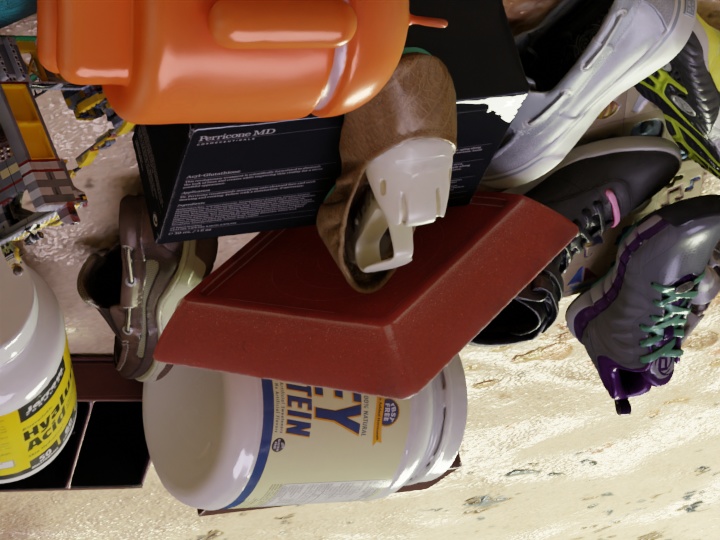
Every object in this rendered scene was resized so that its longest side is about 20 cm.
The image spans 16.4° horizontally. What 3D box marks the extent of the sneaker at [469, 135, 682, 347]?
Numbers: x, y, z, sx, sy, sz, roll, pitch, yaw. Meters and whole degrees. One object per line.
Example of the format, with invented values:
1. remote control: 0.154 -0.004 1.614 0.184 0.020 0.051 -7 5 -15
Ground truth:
1. sneaker: 0.127 -0.013 1.603 0.200 0.099 0.071 -23 140 -3

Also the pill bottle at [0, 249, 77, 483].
1. pill bottle: -0.242 0.055 1.603 0.111 0.111 0.200 -12 158 -7

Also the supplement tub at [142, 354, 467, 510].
1. supplement tub: -0.039 0.094 1.783 0.200 0.145 0.145 0 153 -33

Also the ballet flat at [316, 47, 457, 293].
1. ballet flat: 0.017 -0.045 1.388 0.068 0.072 0.200 -7 155 -18

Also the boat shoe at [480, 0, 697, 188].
1. boat shoe: 0.112 -0.121 1.493 0.071 0.070 0.201 16 141 -33

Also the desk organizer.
1. desk organizer: -0.231 0.110 1.784 0.200 0.077 0.072 2 152 -36

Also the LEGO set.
1. LEGO set: -0.203 -0.043 1.353 0.200 0.116 0.154 -26 171 19

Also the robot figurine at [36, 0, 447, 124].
1. robot figurine: -0.062 -0.133 1.270 0.200 0.117 0.144 -3 155 -21

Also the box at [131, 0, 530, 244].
1. box: -0.020 -0.090 1.450 0.200 0.079 0.141 -7 158 -17

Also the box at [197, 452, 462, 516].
1. box: -0.032 0.122 1.908 0.200 0.100 0.075 -4 161 -23

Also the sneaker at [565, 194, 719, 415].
1. sneaker: 0.206 0.023 1.675 0.074 0.088 0.200 -12 158 -21

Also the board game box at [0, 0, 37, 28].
1. board game box: -0.267 -0.131 1.255 0.200 0.028 0.135 -23 158 17

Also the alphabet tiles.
1. alphabet tiles: 0.153 -0.052 1.660 0.166 0.006 0.200 -15 141 -13

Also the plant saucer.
1. plant saucer: 0.000 0.000 1.524 0.199 0.037 0.200 7 -145 37

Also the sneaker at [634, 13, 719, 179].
1. sneaker: 0.220 -0.124 1.563 0.076 0.075 0.200 -50 151 -4

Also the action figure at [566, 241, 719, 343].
1. action figure: 0.217 0.019 1.825 0.130 0.069 0.200 -46 178 -16

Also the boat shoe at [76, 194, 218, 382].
1. boat shoe: -0.147 0.006 1.621 0.075 0.075 0.202 6 146 -14
